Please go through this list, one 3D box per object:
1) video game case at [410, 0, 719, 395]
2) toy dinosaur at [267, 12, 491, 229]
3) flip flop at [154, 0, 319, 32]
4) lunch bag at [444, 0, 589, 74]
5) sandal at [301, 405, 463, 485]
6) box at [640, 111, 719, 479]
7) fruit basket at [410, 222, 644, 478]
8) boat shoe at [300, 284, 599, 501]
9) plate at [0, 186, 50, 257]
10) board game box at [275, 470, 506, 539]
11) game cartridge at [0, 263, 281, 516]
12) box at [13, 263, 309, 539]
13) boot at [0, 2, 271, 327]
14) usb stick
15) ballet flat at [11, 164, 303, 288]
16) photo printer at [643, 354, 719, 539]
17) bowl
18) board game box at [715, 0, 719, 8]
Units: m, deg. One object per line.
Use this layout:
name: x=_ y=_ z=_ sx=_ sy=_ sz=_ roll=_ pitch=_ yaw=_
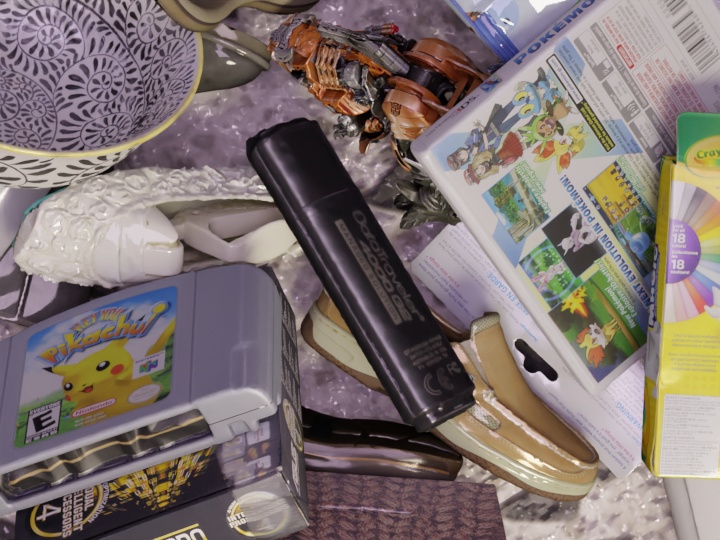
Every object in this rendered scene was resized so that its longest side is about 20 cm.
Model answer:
video game case: x=0.148 y=-0.055 z=1.458 sx=0.182 sy=0.022 sz=0.200 roll=-40 pitch=122 yaw=-4
toy dinosaur: x=0.037 y=-0.090 z=1.517 sx=0.102 sy=0.136 sz=0.200 roll=-43 pitch=53 yaw=-3
flip flop: x=-0.074 y=-0.183 z=1.516 sx=0.058 sy=0.200 sz=0.081 roll=-48 pitch=71 yaw=27
lunch bag: x=0.063 y=-0.191 z=1.497 sx=0.075 sy=0.160 sz=0.200 roll=-38 pitch=85 yaw=7
sandal: x=-0.040 y=0.111 z=1.556 sx=0.199 sy=0.082 sz=0.055 roll=10 pitch=104 yaw=4
box: x=0.218 y=0.013 z=1.442 sx=0.117 sy=0.048 sz=0.201 roll=3 pitch=100 yaw=-4
fruit basket: x=0.162 y=-0.009 z=1.576 sx=0.185 sy=0.094 sz=0.200 roll=44 pitch=103 yaw=2
boat shoe: x=0.063 y=0.058 z=1.555 sx=0.200 sy=0.072 sz=0.076 roll=32 pitch=105 yaw=4
plate: x=-0.305 y=-0.045 z=1.558 sx=0.200 sy=0.032 sz=0.200 roll=36 pitch=94 yaw=14
board game box: x=-0.008 y=0.226 z=1.505 sx=0.159 sy=0.097 sz=0.201 roll=5 pitch=112 yaw=-5
game cartridge: x=-0.140 y=0.064 z=1.465 sx=0.199 sy=0.133 sz=0.041 roll=-19 pitch=120 yaw=11
box: x=-0.112 y=0.093 z=1.480 sx=0.161 sy=0.200 sz=0.049 roll=-18 pitch=124 yaw=9
boot: x=-0.155 y=-0.059 z=1.569 sx=0.181 sy=0.073 sz=0.201 roll=9 pitch=81 yaw=13
usb stick: x=0.000 y=0.000 z=1.520 sx=0.055 sy=0.033 sz=0.200 roll=-22 pitch=76 yaw=-44
ballet flat: x=-0.101 y=-0.025 z=1.529 sx=0.199 sy=0.072 sz=0.072 roll=-12 pitch=88 yaw=-31
photo printer: x=0.256 y=0.104 z=1.532 sx=0.166 sy=0.069 sz=0.201 roll=-17 pitch=114 yaw=-2
bowl: x=-0.198 y=-0.112 z=1.489 sx=0.200 sy=0.094 sz=0.201 roll=13 pitch=47 yaw=-15
board game box: x=0.258 y=-0.249 z=1.569 sx=0.198 sy=0.043 sz=0.201 roll=6 pitch=96 yaw=-11
